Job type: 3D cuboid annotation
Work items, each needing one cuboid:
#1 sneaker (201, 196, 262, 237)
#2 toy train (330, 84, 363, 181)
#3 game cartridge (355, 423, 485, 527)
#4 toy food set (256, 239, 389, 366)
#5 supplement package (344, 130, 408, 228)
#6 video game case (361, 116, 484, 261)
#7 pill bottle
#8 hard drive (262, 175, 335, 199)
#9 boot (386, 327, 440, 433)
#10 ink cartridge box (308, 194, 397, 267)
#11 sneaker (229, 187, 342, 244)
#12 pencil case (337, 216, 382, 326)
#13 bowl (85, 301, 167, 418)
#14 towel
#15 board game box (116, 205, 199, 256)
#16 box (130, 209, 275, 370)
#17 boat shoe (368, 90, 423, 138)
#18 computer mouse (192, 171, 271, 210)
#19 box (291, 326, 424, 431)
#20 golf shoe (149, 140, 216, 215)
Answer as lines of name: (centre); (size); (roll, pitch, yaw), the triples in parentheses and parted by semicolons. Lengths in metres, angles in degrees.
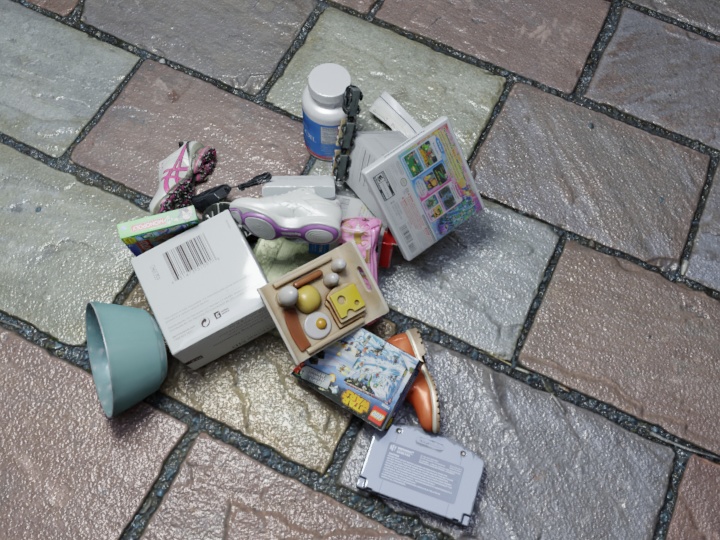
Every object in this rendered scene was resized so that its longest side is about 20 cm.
sneaker: (-0.214, -0.106, 1.477); (0.200, 0.090, 0.078); (-5, 103, 13)
toy train: (-0.030, -0.263, 1.444); (0.034, 0.200, 0.046); (-5, 39, -23)
game cartridge: (0.106, 0.342, 1.286); (0.200, 0.040, 0.134); (19, 68, 7)
toy food set: (-0.061, 0.052, 1.260); (0.200, 0.060, 0.144); (-28, 90, -27)
supplement package: (0.062, -0.179, 1.439); (0.114, 0.110, 0.200); (-5, 35, -24)
video game case: (0.116, -0.144, 1.340); (0.182, 0.200, 0.024); (-35, 31, -10)
pill bottle: (-0.062, -0.320, 1.508); (0.112, 0.200, 0.112); (1, 64, -2)
hard drive: (-0.116, -0.161, 1.445); (0.132, 0.200, 0.027); (-1, 102, -3)
boot: (0.079, 0.206, 1.333); (0.107, 0.075, 0.200); (-15, 55, -6)
ink cartridge box: (0.009, -0.075, 1.449); (0.200, 0.067, 0.116); (11, 45, 3)
sneaker: (-0.128, -0.103, 1.321); (0.200, 0.075, 0.100); (10, 54, 0)
pencil case: (0.000, 0.000, 1.364); (0.086, 0.083, 0.200); (1, 109, 9)
bowl: (-0.400, 0.144, 1.292); (0.105, 0.201, 0.201); (-9, 63, -29)
towel: (-0.158, 0.025, 1.428); (0.148, 0.037, 0.200); (19, 65, 6)
board game box: (-0.359, -0.066, 1.374); (0.134, 0.200, 0.029); (-16, 83, -9)
box: (-0.268, 0.036, 1.336); (0.199, 0.131, 0.200); (-29, 71, -5)
boat shoe: (0.092, -0.290, 1.582); (0.070, 0.071, 0.200); (-44, 75, 8)
computer mouse: (-0.250, -0.152, 1.462); (0.200, 0.034, 0.059); (-11, 22, 34)
box: (-0.007, 0.172, 1.315); (0.200, 0.040, 0.137); (28, 87, 24)
golf shoe: (-0.372, -0.181, 1.504); (0.092, 0.073, 0.200); (19, 55, 13)
